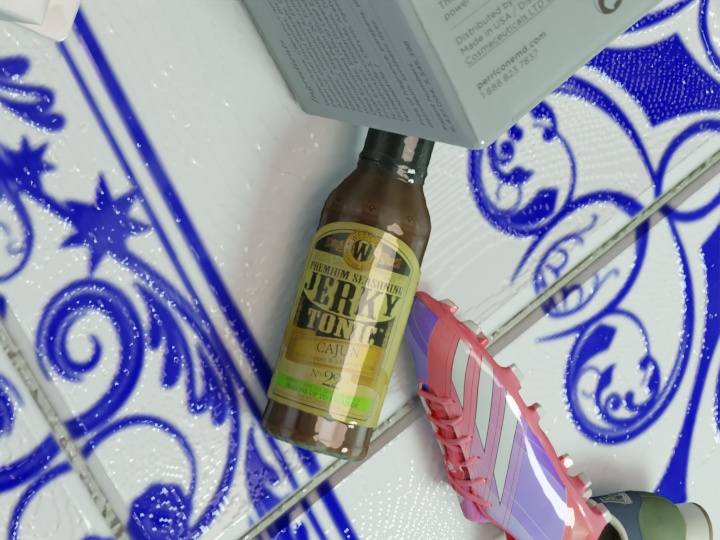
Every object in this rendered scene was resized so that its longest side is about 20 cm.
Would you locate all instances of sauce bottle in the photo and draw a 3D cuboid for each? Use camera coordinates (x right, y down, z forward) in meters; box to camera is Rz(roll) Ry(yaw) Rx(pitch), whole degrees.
[{"bbox_3d":[0.000,0.000,1.080,0.065,0.065,0.200,14,91,-35],"label":"sauce bottle"}]

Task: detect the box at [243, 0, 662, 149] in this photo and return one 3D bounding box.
[{"bbox_3d":[0.041,-0.200,0.998,0.199,0.171,0.200,-40,120,-21],"label":"box"}]

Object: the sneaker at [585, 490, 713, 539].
[{"bbox_3d":[0.143,0.228,1.229,0.090,0.067,0.201,19,89,-28],"label":"sneaker"}]

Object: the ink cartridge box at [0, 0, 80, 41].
[{"bbox_3d":[-0.188,-0.188,0.909,0.200,0.067,0.117,21,88,-35],"label":"ink cartridge box"}]

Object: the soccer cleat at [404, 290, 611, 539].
[{"bbox_3d":[0.071,0.099,1.152,0.076,0.067,0.200,-38,118,-3],"label":"soccer cleat"}]
